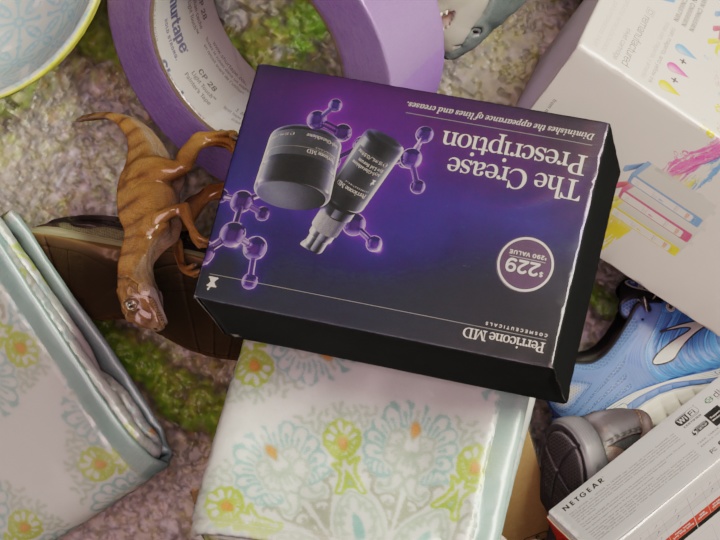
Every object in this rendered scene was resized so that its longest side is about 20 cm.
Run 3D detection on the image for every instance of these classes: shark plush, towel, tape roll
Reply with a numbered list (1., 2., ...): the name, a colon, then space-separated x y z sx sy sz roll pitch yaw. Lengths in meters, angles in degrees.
1. shark plush: 0.118 -0.207 1.285 0.200 0.091 0.084 -35 119 -16
2. towel: -0.233 0.077 1.336 0.171 0.048 0.200 -32 93 23
3. towel: 0.009 0.078 1.215 0.170 0.048 0.201 11 68 13
4. tape roll: -0.052 -0.142 1.287 0.199 0.066 0.201 20 131 24

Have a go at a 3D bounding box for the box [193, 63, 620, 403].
1. box: 0.027 -0.021 1.175 0.199 0.079 0.142 10 77 14

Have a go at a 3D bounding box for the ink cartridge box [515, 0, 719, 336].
1. ink cartridge box: 0.197 -0.073 1.270 0.200 0.129 0.125 32 135 -3

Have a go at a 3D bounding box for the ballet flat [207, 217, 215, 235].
1. ballet flat: 0.000 0.000 1.335 0.199 0.072 0.072 9 90 3

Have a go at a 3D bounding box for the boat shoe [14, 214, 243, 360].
1. boat shoe: -0.118 0.001 1.335 0.199 0.065 0.073 15 125 11

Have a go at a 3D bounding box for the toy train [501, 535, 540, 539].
1. toy train: 0.021 0.205 1.305 0.150 0.056 0.200 14 125 -32

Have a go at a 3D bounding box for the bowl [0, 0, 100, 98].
1. bowl: -0.244 -0.196 1.334 0.199 0.108 0.201 0 89 2

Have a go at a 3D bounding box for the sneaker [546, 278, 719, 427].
1. sneaker: 0.199 0.038 1.330 0.199 0.079 0.089 -27 91 2

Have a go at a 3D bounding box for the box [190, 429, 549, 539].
1. box: 0.014 0.148 1.305 0.199 0.164 0.021 -20 47 0

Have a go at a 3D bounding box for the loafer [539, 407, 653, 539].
1. loafer: 0.145 0.172 1.310 0.063 0.072 0.201 -15 124 -25

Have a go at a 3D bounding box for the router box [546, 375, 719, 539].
1. router box: 0.221 0.149 1.269 0.200 0.049 0.180 -36 132 -12

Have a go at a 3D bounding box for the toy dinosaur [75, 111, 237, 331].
1. toy dinosaur: -0.121 -0.055 1.293 0.106 0.061 0.200 -11 45 0
